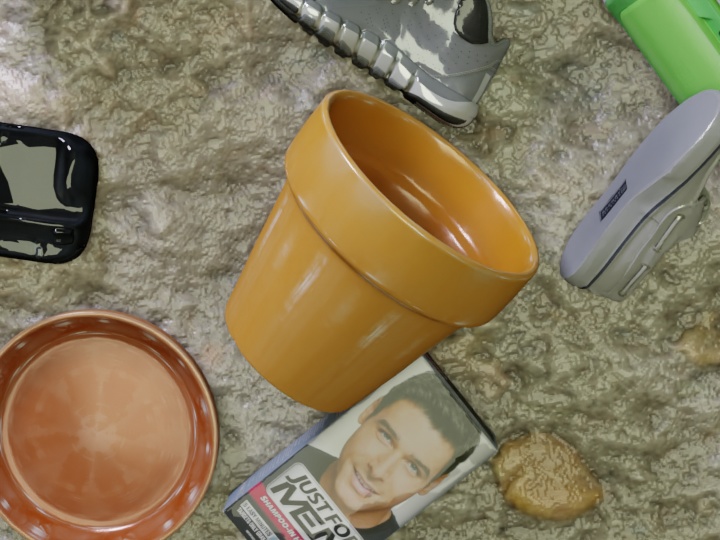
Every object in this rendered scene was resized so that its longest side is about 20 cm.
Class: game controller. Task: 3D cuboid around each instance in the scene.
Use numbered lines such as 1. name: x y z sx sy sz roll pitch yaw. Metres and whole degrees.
1. game controller: -0.307 -0.068 1.444 0.199 0.042 0.105 8 83 1

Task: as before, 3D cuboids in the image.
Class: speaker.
1. speaker: 0.262 -0.166 1.381 0.088 0.088 0.200 -36 94 6

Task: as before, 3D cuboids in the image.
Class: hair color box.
1. hair color box: 0.000 0.159 1.443 0.200 0.061 0.099 -39 94 5

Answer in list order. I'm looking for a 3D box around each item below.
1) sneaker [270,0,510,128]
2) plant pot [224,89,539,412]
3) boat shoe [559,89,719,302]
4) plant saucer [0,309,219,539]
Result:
1. sneaker: 0.027 -0.206 1.399 0.200 0.075 0.116 34 91 -11
2. plant pot: 0.000 0.000 1.369 0.200 0.200 0.183 39 112 -3
3. boat shoe: 0.229 -0.050 1.379 0.065 0.072 0.200 26 123 -15
4. plant saucer: -0.211 0.130 1.462 0.199 0.032 0.202 0 97 3
